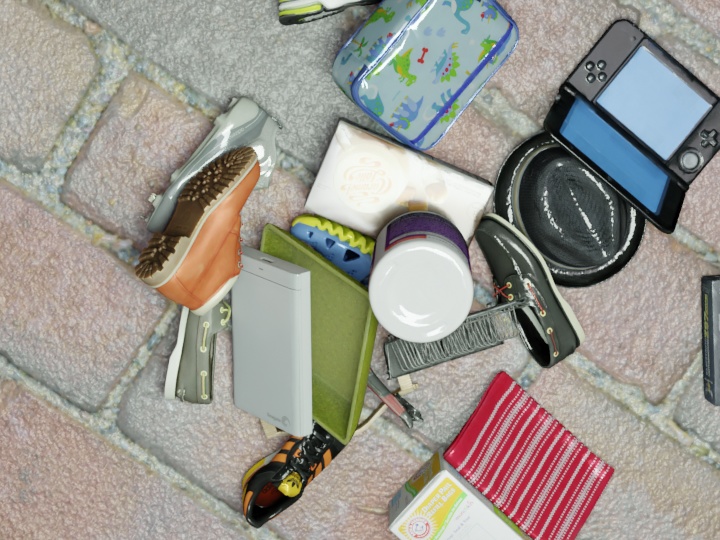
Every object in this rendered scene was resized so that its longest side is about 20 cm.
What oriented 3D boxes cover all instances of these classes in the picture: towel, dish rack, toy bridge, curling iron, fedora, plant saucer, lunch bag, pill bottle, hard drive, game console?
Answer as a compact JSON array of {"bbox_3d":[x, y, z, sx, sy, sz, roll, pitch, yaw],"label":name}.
[{"bbox_3d":[0.208,0.235,1.704,0.200,0.022,0.145,42,63,-6],"label":"towel"},{"bbox_3d":[0.112,0.076,1.621,0.153,0.200,0.055,-18,86,-14],"label":"dish rack"},{"bbox_3d":[-0.022,0.172,1.724,0.199,0.027,0.068,-18,99,1],"label":"toy bridge"},{"bbox_3d":[-0.001,0.122,1.689,0.200,0.050,0.026,42,84,15],"label":"curling iron"},{"bbox_3d":[0.255,-0.072,1.665,0.199,0.092,0.202,0,97,0],"label":"fedora"},{"bbox_3d":[-0.047,0.067,1.635,0.048,0.200,0.201,-16,127,-39],"label":"plant saucer"},{"bbox_3d":[0.080,-0.250,1.621,0.200,0.082,0.161,-48,132,5],"label":"lunch bag"},{"bbox_3d":[0.067,-0.002,1.538,0.111,0.200,0.112,1,106,2],"label":"pill bottle"},{"bbox_3d":[-0.106,0.083,1.651,0.027,0.132,0.201,-16,114,-39],"label":"hard drive"},{"bbox_3d":[0.334,-0.173,1.643,0.200,0.116,0.176,39,95,-6],"label":"game console"}]

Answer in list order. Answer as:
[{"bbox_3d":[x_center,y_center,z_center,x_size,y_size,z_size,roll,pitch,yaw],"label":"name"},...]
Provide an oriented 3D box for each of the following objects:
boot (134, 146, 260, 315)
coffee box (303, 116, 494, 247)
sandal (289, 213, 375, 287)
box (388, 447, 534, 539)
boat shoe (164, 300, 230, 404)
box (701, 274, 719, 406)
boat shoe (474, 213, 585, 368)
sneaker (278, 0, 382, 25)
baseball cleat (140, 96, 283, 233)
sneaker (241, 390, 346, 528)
[{"bbox_3d":[-0.165,-0.045,1.619,0.107,0.075,0.200,42,76,-34],"label":"boot"},{"bbox_3d":[0.045,-0.091,1.666,0.199,0.080,0.115,24,99,-4],"label":"coffee box"},{"bbox_3d":[0.000,0.000,1.681,0.199,0.080,0.087,30,99,-3],"label":"sandal"},{"bbox_3d":[0.138,0.327,1.703,0.200,0.113,0.101,42,96,-5],"label":"box"},{"bbox_3d":[-0.189,0.064,1.687,0.060,0.072,0.203,13,101,-2],"label":"boat shoe"},{"bbox_3d":[0.521,0.080,1.710,0.199,0.051,0.159,-4,97,-1],"label":"box"},{"bbox_3d":[0.194,0.025,1.680,0.063,0.074,0.202,-37,102,-22],"label":"boat shoe"},{"bbox_3d":[-0.009,-0.352,1.640,0.199,0.074,0.081,-15,93,-1],"label":"sneaker"},{"bbox_3d":[-0.169,-0.108,1.666,0.106,0.070,0.200,37,96,-5],"label":"baseball cleat"},{"bbox_3d":[-0.069,0.232,1.678,0.070,0.090,0.200,38,108,-15],"label":"sneaker"}]
